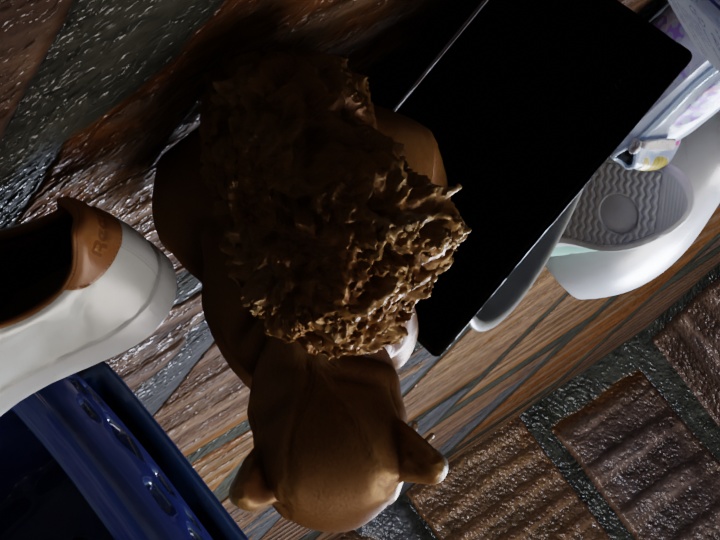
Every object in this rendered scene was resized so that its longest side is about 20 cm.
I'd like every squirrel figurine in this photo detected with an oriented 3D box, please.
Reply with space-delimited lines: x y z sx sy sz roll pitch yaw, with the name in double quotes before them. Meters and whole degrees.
"squirrel figurine" -0.022 0.012 0.988 0.141 0.187 0.200 -3 152 -2

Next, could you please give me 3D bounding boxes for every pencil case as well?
"pencil case" 0.232 -0.151 1.520 0.200 0.083 0.091 -46 -176 38

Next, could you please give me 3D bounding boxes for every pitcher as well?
"pitcher" 0.229 -0.078 1.817 0.200 0.121 0.172 -37 -159 14

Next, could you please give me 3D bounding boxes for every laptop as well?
"laptop" 0.070 -0.059 1.166 0.187 0.116 0.200 -49 170 4

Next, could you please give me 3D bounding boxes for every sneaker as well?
"sneaker" -0.183 0.028 0.971 0.200 0.073 0.085 -33 141 10
"sneaker" 0.174 -0.054 1.678 0.200 0.074 0.118 -9 -173 37

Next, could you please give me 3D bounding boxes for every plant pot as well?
"plant pot" -0.170 0.171 1.235 0.200 0.200 0.180 -39 178 14

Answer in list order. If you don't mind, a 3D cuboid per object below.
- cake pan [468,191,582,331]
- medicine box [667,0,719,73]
"cake pan" 0.095 -0.062 1.345 0.200 0.037 0.200 -54 158 -33
"medicine box" 0.294 -0.161 1.296 0.182 0.200 0.103 -37 137 3
